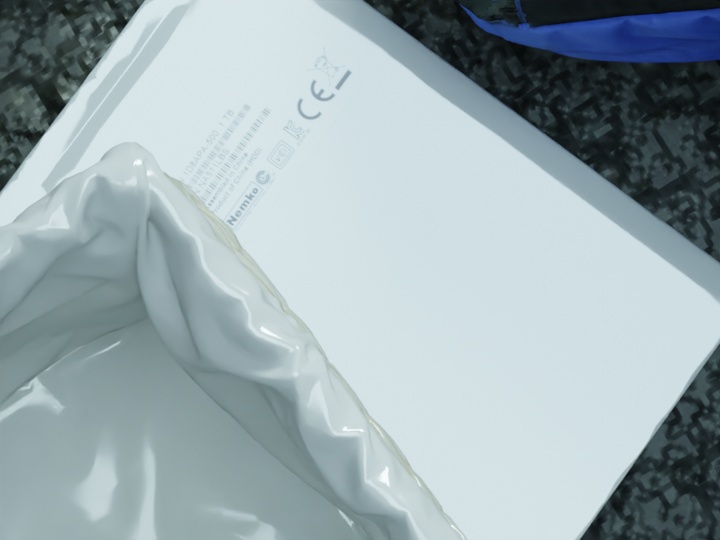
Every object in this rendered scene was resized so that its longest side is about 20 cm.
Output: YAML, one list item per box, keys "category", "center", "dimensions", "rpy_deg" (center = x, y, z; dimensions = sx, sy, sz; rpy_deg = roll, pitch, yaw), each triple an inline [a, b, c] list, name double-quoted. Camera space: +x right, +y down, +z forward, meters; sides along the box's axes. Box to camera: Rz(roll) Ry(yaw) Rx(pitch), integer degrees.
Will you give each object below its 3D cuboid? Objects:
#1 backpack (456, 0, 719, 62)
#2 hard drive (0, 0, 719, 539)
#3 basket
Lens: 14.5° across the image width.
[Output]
- category: "backpack"
  center: [0.118, -0.131, 0.809]
  dimensions: [0.200, 0.168, 0.163]
  rpy_deg: [-7, 80, 28]
- category: "hard drive"
  center: [0.000, 0.000, 0.855]
  dimensions: [0.200, 0.025, 0.132]
  rpy_deg: [36, 84, 0]
- category: "basket"
  center: [-0.069, 0.099, 0.760]
  dimensions: [0.198, 0.161, 0.200]
  rpy_deg: [-38, 90, 3]
